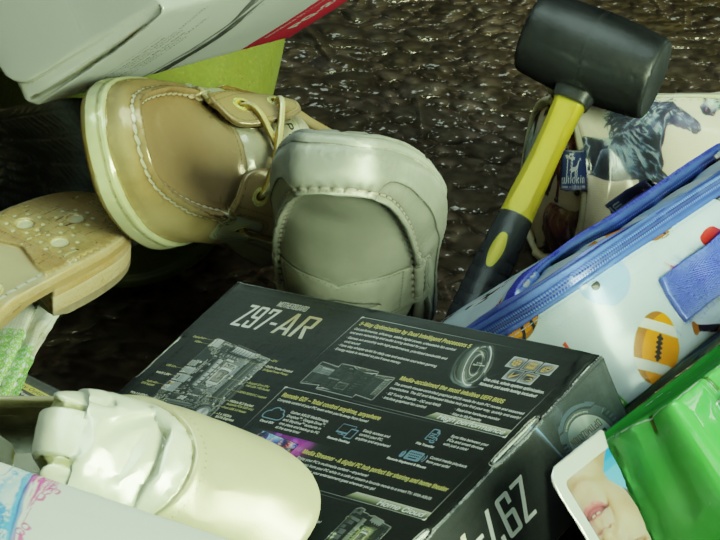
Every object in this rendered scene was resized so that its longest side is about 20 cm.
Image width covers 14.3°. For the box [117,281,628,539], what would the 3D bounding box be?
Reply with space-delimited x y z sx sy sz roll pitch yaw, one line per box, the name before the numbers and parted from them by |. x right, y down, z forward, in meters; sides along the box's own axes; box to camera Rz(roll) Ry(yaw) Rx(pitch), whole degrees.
box | -0.025 0.079 1.026 0.199 0.044 0.160 10 44 46

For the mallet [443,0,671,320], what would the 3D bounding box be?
mallet | 0.079 -0.026 1.235 0.065 0.041 0.201 15 68 11

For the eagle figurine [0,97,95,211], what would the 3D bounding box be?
eagle figurine | -0.204 -0.076 1.196 0.199 0.153 0.151 3 16 -28

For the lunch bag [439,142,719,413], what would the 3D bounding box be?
lunch bag | 0.107 0.012 1.136 0.200 0.160 0.076 -33 87 -42

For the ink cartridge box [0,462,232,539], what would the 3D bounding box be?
ink cartridge box | -0.105 0.145 0.895 0.199 0.148 0.086 18 33 24

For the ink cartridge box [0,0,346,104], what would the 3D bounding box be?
ink cartridge box | -0.086 -0.164 1.192 0.083 0.146 0.200 -28 -3 32

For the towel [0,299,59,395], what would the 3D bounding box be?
towel | -0.206 0.050 1.090 0.148 0.031 0.200 6 31 8

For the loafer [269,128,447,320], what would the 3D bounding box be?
loafer | 0.000 0.000 1.132 0.069 0.200 0.070 5 72 10

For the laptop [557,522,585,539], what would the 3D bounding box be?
laptop | 0.048 0.153 1.004 0.199 0.104 0.178 -11 30 32

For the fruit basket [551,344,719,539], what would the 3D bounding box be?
fruit basket | 0.170 0.111 0.970 0.185 0.094 0.200 -30 80 -45

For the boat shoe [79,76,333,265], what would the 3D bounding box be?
boat shoe | -0.048 -0.046 1.178 0.066 0.074 0.200 -13 -8 21

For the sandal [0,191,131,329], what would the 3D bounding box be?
sandal | -0.165 0.000 1.077 0.077 0.070 0.211 21 36 29

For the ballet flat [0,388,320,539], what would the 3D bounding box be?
ballet flat | -0.114 0.067 0.956 0.199 0.070 0.070 1 28 14

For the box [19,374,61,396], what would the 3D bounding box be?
box | -0.220 0.070 1.123 0.199 0.049 0.161 23 37 32

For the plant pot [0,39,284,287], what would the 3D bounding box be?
plant pot | -0.115 -0.095 1.320 0.186 0.188 0.201 -1 45 -6

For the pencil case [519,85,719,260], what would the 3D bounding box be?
pencil case | 0.175 -0.051 1.325 0.199 0.090 0.078 -4 32 -13
